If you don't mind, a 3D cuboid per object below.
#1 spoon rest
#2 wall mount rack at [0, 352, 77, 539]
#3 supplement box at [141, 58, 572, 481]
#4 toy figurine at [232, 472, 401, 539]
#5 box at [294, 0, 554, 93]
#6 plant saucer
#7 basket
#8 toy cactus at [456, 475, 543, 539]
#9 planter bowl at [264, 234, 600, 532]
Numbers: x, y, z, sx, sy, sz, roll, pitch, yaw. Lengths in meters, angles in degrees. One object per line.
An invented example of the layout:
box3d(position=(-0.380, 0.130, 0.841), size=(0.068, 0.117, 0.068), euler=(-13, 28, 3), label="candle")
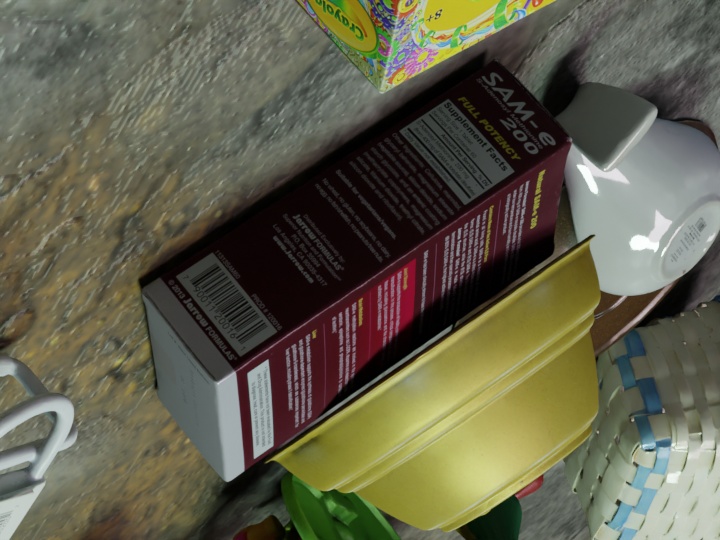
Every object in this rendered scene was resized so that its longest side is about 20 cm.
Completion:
box3d(position=(0.140, -0.047, 1.171), size=(0.099, 0.061, 0.200), euler=(-49, 154, -3), label="spoon rest")
box3d(position=(-0.205, 0.103, 0.893), size=(0.173, 0.075, 0.200), euler=(-12, 142, -56), label="wall mount rack")
box3d(position=(0.000, 0.000, 1.041), size=(0.200, 0.061, 0.109), euler=(-33, 157, -18), label="supplement box")
box3d(position=(-0.063, 0.211, 1.241), size=(0.184, 0.151, 0.200), euler=(-35, 150, 7), label="toy figurine")
box3d(position=(0.059, -0.195, 0.724), size=(0.199, 0.122, 0.193), euler=(-30, 155, -26), label="box")
box3d(position=(0.136, 0.000, 1.294), size=(0.200, 0.032, 0.201), euler=(-35, 157, -18), label="plant saucer")
box3d(position=(0.240, 0.098, 1.461), size=(0.199, 0.140, 0.177), euler=(1, 141, -15), label="basket")
box3d(position=(0.080, 0.195, 1.344), size=(0.165, 0.102, 0.201), euler=(-26, -139, 62), label="toy cactus")
box3d(position=(0.057, 0.071, 1.134), size=(0.200, 0.084, 0.200), euler=(-35, 177, -2), label="planter bowl")
